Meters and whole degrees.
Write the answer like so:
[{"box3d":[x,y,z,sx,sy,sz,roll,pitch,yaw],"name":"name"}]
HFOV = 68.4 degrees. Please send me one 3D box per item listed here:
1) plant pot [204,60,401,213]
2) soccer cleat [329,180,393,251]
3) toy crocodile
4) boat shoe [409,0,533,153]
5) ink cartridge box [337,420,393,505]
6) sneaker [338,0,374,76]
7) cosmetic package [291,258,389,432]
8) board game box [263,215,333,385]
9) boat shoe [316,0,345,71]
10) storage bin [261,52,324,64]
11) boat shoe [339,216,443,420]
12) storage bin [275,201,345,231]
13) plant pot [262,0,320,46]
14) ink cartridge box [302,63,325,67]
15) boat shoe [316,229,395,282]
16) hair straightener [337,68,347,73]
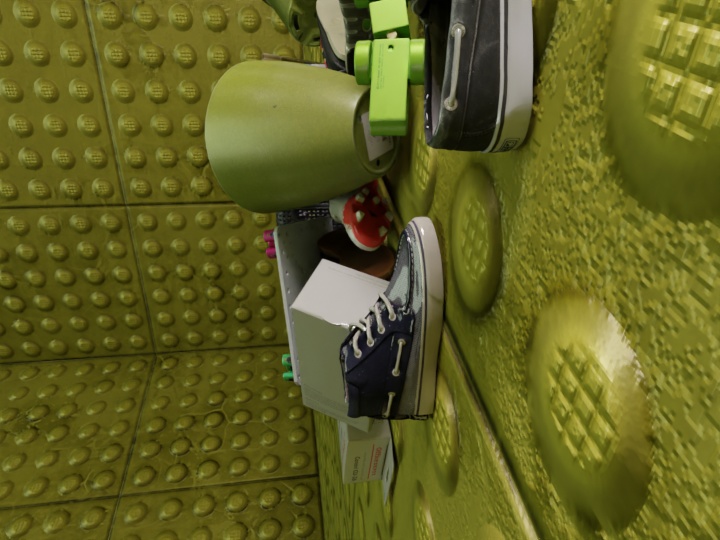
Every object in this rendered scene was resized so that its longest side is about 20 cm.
[{"box3d":[-0.054,-0.163,0.634,0.195,0.184,0.195,7,103,39],"name":"plant pot"},{"box3d":[-0.007,-0.082,0.703,0.085,0.067,0.204,-47,31,30],"name":"soccer cleat"},{"box3d":[0.029,-0.227,0.500,0.062,0.065,0.208,27,-119,-78],"name":"toy crocodile"},{"box3d":[0.056,-0.172,0.313,0.074,0.065,0.208,-168,76,-81],"name":"boat shoe"},{"box3d":[0.001,0.235,0.804,0.203,0.065,0.119,-101,12,-47],"name":"ink cartridge box"},{"box3d":[0.003,-0.339,0.627,0.203,0.072,0.118,97,170,-51],"name":"sneaker"},{"box3d":[-0.017,0.099,0.654,0.204,0.104,0.086,94,-159,-45],"name":"cosmetic package"},{"box3d":[-0.074,0.032,0.765,0.199,0.025,0.208,-29,-67,-70],"name":"board game box"},{"box3d":[-0.038,-0.389,0.882,0.064,0.071,0.207,113,151,-52],"name":"boat shoe"},{"box3d":[-0.154,-0.397,1.294,0.095,0.191,0.204,-76,-6,-47],"name":"storage bin"},{"box3d":[0.025,0.053,0.505,0.075,0.089,0.208,-120,29,-72],"name":"boat shoe"},{"box3d":[-0.076,-0.094,0.946,0.201,0.130,0.097,-95,4,-72],"name":"storage bin"},{"box3d":[-0.108,-0.547,1.030,0.202,0.193,0.194,101,153,-56],"name":"plant pot"},{"box3d":[-0.087,-0.299,1.000,0.086,0.140,0.205,100,165,-50],"name":"ink cartridge box"},{"box3d":[0.000,0.000,0.718,0.200,0.069,0.072,39,151,63],"name":"boat shoe"},{"box3d":[-0.018,-0.224,0.760,0.201,0.039,0.080,67,-169,-70],"name":"hair straightener"}]
